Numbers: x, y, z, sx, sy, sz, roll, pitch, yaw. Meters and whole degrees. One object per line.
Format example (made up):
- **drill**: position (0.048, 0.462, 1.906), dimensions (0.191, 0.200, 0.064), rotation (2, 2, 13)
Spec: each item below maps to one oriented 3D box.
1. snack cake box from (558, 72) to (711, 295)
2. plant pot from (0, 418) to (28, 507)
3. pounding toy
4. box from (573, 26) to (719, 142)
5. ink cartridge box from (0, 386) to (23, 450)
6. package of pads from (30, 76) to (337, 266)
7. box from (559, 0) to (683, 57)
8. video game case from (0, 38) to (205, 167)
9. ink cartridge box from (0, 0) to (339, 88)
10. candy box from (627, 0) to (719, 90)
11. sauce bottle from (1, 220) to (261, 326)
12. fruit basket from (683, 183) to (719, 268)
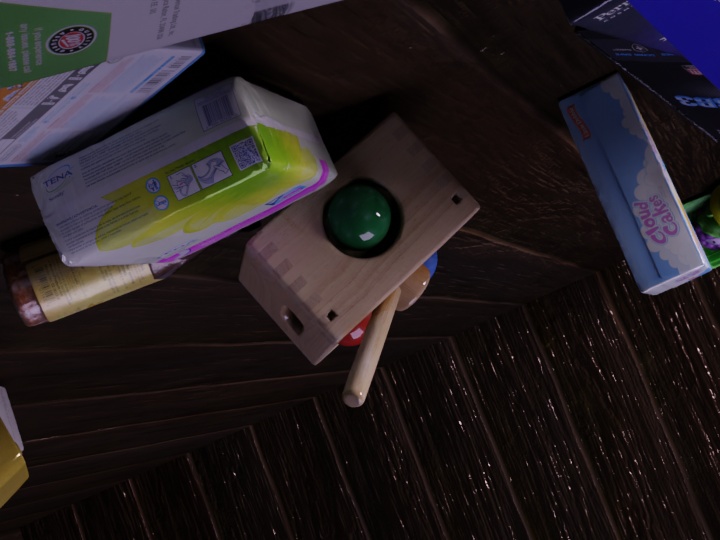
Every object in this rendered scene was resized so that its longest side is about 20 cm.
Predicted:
- **snack cake box**: position (0.269, -0.080, 1.158), dimensions (0.067, 0.202, 0.115), rotation (-25, 170, 16)
- **plant pot**: position (-0.415, 0.172, 1.088), dimensions (0.175, 0.201, 0.200), rotation (-30, 173, -20)
- **pounding toy**: position (0.000, 0.000, 0.939), dimensions (0.184, 0.142, 0.200), rotation (-42, 178, -13)
- **box**: position (0.285, -0.144, 0.828), dimensions (0.197, 0.050, 0.199), rotation (26, 171, -39)
- **ink cartridge box**: position (-0.464, 0.178, 1.279), dimensions (0.143, 0.085, 0.200), rotation (-21, 170, -5)
- **package of pads**: position (-0.112, -0.060, 0.788), dimensions (0.153, 0.069, 0.200), rotation (-24, 177, 10)
- **box**: position (0.188, -0.200, 0.632), dimensions (0.147, 0.105, 0.199), rotation (-28, 169, 32)
- **video game case**: position (-0.198, -0.091, 0.629), dimensions (0.142, 0.018, 0.199), rotation (-29, 168, 38)
- **ink cartridge box**: position (-0.049, -0.153, 0.425), dimensions (0.198, 0.085, 0.146), rotation (-19, 170, -19)
- **candy box**: position (0.160, -0.170, 0.452), dimensions (0.169, 0.200, 0.077), rotation (-34, -163, 53)
- **sauce bottle**: position (-0.175, -0.018, 0.925), dimensions (0.198, 0.067, 0.066), rotation (-19, 170, -7)
- **fruit basket**: position (0.698, -0.104, 2.178), dimensions (0.214, 0.157, 0.216), rotation (-26, -173, 4)
